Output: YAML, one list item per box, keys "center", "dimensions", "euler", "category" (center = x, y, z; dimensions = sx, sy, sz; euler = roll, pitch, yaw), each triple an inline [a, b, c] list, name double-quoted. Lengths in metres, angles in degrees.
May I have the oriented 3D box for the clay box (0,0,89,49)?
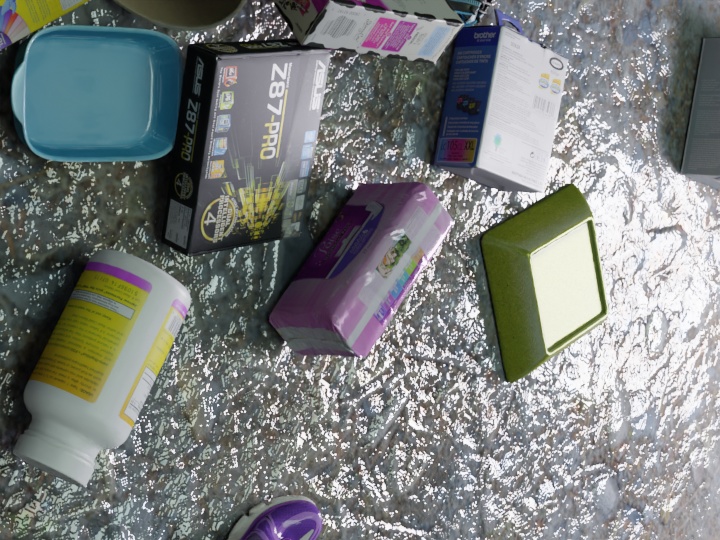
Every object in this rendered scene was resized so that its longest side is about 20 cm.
- center: [-0.324, -0.248, 1.254]
  dimensions: [0.200, 0.047, 0.116]
  euler: [-38, 122, -35]
  category: "clay box"

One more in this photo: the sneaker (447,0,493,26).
- center: [0.130, -0.309, 1.608]
  dimensions: [0.073, 0.199, 0.083]
  euler: [40, 26, -61]
  category: "sneaker"

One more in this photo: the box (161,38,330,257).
- center: [-0.112, -0.123, 1.443]
  dimensions: [0.160, 0.049, 0.202]
  euler: [-13, 120, -50]
  category: "box"

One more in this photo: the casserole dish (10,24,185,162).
- center: [-0.242, -0.162, 1.349]
  dimensions: [0.199, 0.039, 0.123]
  euler: [-6, 103, -45]
  category: "casserole dish"

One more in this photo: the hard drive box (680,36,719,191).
- center: [0.546, -0.217, 2.113]
  dimensions: [0.155, 0.076, 0.202]
  euler: [15, 84, -45]
  category: "hard drive box"

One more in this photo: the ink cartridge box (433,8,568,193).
- center: [0.170, -0.204, 1.736]
  dimensions: [0.136, 0.076, 0.202]
  euler: [16, 85, -45]
  category: "ink cartridge box"

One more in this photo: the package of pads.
- center: [0.000, 0.000, 1.558]
  dimensions: [0.076, 0.120, 0.201]
  euler: [49, 61, -30]
  category: "package of pads"

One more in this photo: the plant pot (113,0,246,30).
- center: [-0.144, -0.355, 1.350]
  dimensions: [0.188, 0.186, 0.201]
  euler: [57, 43, -33]
  category: "plant pot"

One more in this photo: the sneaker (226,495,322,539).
- center: [-0.104, 0.306, 1.516]
  dimensions: [0.199, 0.083, 0.081]
  euler: [-33, 117, -39]
  category: "sneaker"

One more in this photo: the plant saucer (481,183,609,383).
- center: [0.247, 0.017, 1.859]
  dimensions: [0.199, 0.048, 0.202]
  euler: [-28, 114, -39]
  category: "plant saucer"

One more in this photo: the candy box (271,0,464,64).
- center: [-0.006, -0.286, 1.509]
  dimensions: [0.199, 0.137, 0.061]
  euler: [0, 138, -44]
  category: "candy box"

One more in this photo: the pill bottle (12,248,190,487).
- center: [-0.239, 0.090, 1.340]
  dimensions: [0.104, 0.104, 0.201]
  euler: [39, 68, -40]
  category: "pill bottle"
